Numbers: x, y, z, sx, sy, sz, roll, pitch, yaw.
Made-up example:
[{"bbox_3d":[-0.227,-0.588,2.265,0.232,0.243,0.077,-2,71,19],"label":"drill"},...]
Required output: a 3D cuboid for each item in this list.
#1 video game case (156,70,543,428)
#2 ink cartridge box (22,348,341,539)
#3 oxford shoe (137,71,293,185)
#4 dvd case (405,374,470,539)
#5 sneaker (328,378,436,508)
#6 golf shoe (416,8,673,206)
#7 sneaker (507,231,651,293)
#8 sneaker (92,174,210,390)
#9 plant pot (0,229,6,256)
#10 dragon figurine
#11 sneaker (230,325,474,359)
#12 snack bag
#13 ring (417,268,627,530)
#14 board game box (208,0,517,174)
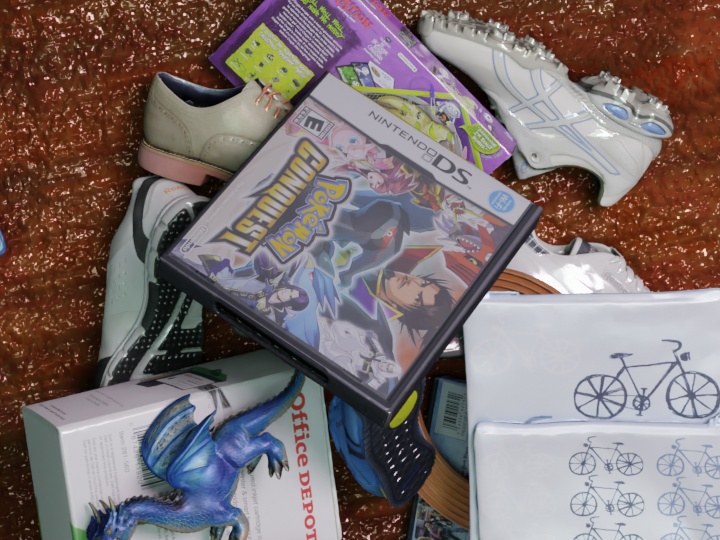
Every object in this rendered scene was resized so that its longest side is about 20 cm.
[{"bbox_3d":[-0.004,-0.020,1.224,0.180,0.026,0.200,33,57,10],"label":"video game case"},{"bbox_3d":[-0.124,0.149,1.321,0.198,0.084,0.148,-12,104,-27],"label":"ink cartridge box"},{"bbox_3d":[-0.062,-0.093,1.303,0.198,0.071,0.075,9,111,10],"label":"oxford shoe"},{"bbox_3d":[0.133,0.168,1.358,0.198,0.018,0.144,14,101,23],"label":"dvd case"},{"bbox_3d":[0.002,0.096,1.289,0.078,0.201,0.066,37,71,24],"label":"sneaker"},{"bbox_3d":[0.120,-0.114,1.327,0.199,0.078,0.098,26,104,-4],"label":"golf shoe"},{"bbox_3d":[0.184,0.029,1.353,0.199,0.076,0.081,26,93,-6],"label":"sneaker"},{"bbox_3d":[-0.153,0.022,1.354,0.073,0.080,0.201,3,118,-39],"label":"sneaker"},{"bbox_3d":[-0.361,-0.050,1.273,0.199,0.180,0.201,-23,99,3],"label":"plant pot"},{"bbox_3d":[-0.106,0.122,1.244,0.099,0.059,0.201,34,82,-28],"label":"dragon figurine"},{"bbox_3d":[0.000,0.000,1.321,0.198,0.076,0.117,6,91,22],"label":"sneaker"},{"bbox_3d":[0.164,0.105,1.266,0.187,0.021,0.202,-1,108,8],"label":"snack bag"},{"bbox_3d":[0.100,0.095,1.333,0.199,0.019,0.202,8,106,30],"label":"ring"},{"bbox_3d":[0.001,-0.121,1.323,0.200,0.032,0.120,45,124,-8],"label":"board game box"}]
